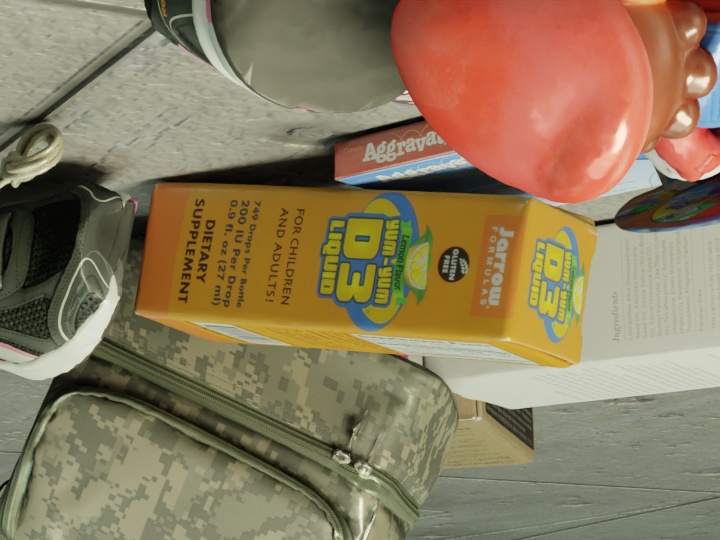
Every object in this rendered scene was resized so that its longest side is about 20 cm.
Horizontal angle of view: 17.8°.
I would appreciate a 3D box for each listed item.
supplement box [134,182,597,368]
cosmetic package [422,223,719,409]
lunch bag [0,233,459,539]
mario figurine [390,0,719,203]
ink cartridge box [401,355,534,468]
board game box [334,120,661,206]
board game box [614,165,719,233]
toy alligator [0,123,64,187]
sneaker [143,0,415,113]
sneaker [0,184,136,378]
[{"bbox_3d":[0.000,0.000,1.006,0.199,0.067,0.069,3,169,31],"label":"supplement box"},{"bbox_3d":[0.140,0.021,1.161,0.199,0.072,0.101,-9,165,30],"label":"cosmetic package"},{"bbox_3d":[-0.065,0.098,1.133,0.199,0.168,0.139,25,173,11],"label":"lunch bag"},{"bbox_3d":[0.095,-0.084,0.681,0.199,0.124,0.106,-8,-171,-29],"label":"mario figurine"},{"bbox_3d":[-0.007,0.074,1.373,0.199,0.076,0.165,-4,165,14],"label":"ink cartridge box"},{"bbox_3d":[0.097,-0.053,0.957,0.199,0.020,0.103,-11,165,37],"label":"board game box"},{"bbox_3d":[0.179,-0.066,0.805,0.199,0.039,0.158,-23,-172,-17],"label":"board game box"},{"bbox_3d":[-0.198,0.000,0.980,0.199,0.059,0.054,-24,130,16],"label":"toy alligator"},{"bbox_3d":[0.021,-0.087,0.732,0.199,0.081,0.086,7,-172,-37],"label":"sneaker"},{"bbox_3d":[-0.185,0.006,1.042,0.086,0.081,0.200,24,149,-38],"label":"sneaker"}]
